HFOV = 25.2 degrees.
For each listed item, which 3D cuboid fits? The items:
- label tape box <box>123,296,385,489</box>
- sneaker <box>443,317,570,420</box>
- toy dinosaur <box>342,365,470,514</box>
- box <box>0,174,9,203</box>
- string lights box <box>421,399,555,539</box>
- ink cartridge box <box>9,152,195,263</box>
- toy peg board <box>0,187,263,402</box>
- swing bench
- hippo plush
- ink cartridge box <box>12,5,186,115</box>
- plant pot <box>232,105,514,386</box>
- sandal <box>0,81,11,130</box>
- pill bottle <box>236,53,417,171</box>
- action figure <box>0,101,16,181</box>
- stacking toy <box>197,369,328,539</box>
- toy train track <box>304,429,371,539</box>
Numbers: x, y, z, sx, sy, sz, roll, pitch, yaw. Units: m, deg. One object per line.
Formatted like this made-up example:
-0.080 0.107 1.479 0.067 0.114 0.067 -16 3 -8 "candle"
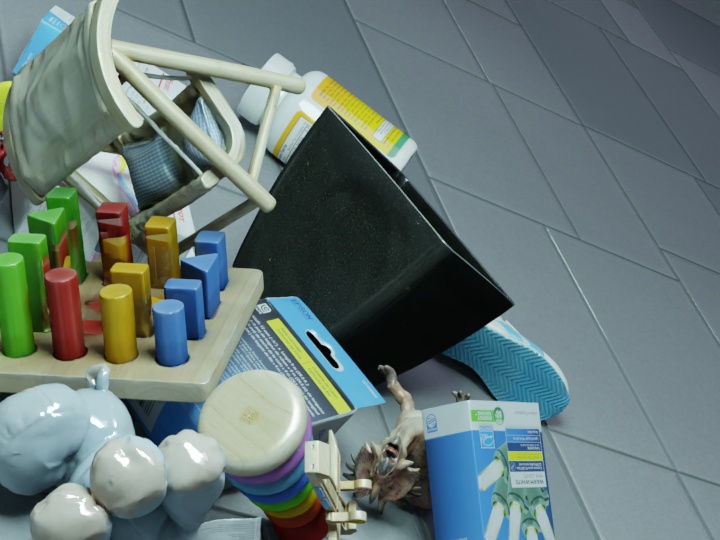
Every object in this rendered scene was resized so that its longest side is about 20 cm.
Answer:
-0.097 0.102 1.389 0.199 0.066 0.144 -10 51 -46 "label tape box"
0.147 0.082 1.753 0.199 0.077 0.081 38 23 -2 "sneaker"
0.054 0.178 1.461 0.200 0.085 0.137 47 56 -42 "toy dinosaur"
-0.367 -0.102 1.321 0.201 0.049 0.200 -83 155 -61 "box"
0.114 0.217 1.388 0.102 0.059 0.203 6 73 -47 "string lights box"
-0.226 -0.058 1.525 0.198 0.068 0.118 21 29 -29 "ink cartridge box"
-0.197 0.010 1.301 0.196 0.099 0.200 2 26 9 "toy peg board"
-0.188 -0.118 1.374 0.199 0.198 0.131 26 61 -25 "swing bench"
-0.177 0.134 1.158 0.199 0.160 0.161 4 40 -47 "hippo plush"
-0.255 -0.190 1.687 0.199 0.067 0.116 31 12 -11 "ink cartridge box"
0.000 0.000 1.549 0.200 0.177 0.199 49 7 28 "plant pot"
-0.271 -0.137 1.598 0.199 0.080 0.087 32 22 -13 "sandal"
-0.042 -0.159 1.878 0.199 0.113 0.113 36 25 0 "pill bottle"
-0.351 -0.163 1.491 0.065 0.100 0.200 3 36 -45 "action figure"
-0.060 0.162 1.269 0.086 0.085 0.201 55 -7 35 "stacking toy"
-0.014 0.169 1.243 0.200 0.032 0.116 72 17 -67 "toy train track"
